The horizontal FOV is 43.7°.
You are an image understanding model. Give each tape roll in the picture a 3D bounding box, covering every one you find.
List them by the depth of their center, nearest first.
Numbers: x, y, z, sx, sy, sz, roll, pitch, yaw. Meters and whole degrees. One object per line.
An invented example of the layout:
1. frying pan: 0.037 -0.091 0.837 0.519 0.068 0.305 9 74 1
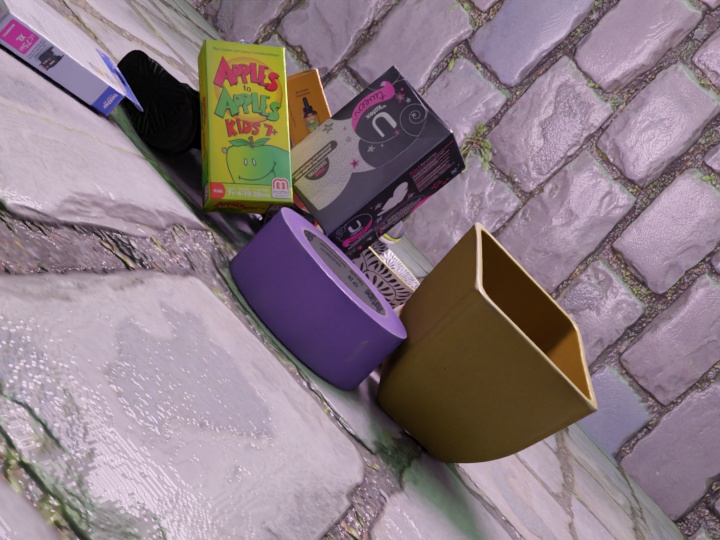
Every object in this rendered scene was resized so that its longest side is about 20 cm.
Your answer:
1. tape roll: -0.045 0.030 0.996 0.200 0.085 0.200 45 7 -7

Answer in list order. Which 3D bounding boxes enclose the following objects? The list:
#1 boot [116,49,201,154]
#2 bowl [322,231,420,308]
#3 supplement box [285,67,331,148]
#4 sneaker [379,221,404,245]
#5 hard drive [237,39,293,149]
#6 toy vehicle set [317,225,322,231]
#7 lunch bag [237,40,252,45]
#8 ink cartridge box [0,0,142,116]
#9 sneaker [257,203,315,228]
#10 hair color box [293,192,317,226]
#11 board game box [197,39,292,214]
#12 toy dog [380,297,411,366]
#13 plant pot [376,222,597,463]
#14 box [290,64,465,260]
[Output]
1. boot: -0.228 -0.195 1.185 0.158 0.079 0.212 41 11 -50
2. bowl: 0.000 0.000 1.354 0.201 0.094 0.201 45 8 -8
3. supplement box: -0.061 -0.173 1.247 0.069 0.066 0.202 -117 -171 -83
4. sneaker: 0.029 -0.101 1.382 0.074 0.081 0.200 49 8 27
5. hard drive: -0.124 -0.237 1.339 0.200 0.026 0.132 46 -19 -3
6. toy vehicle set: -0.049 -0.058 1.640 0.124 0.027 0.200 40 10 -39
7. lunch bag: -0.145 -0.194 1.203 0.160 0.075 0.203 30 48 -83
8. ink cartridge box: -0.339 -0.247 1.002 0.200 0.042 0.120 32 16 -52
9. sneaker: -0.112 -0.059 1.220 0.081 0.075 0.200 29 4 -5
10. hair color box: -0.142 -0.151 1.490 0.200 0.061 0.102 39 11 -49
11. board game box: -0.140 -0.172 1.081 0.048 0.100 0.203 144 -56 -65
12. toy dog: 0.110 0.103 1.221 0.199 0.139 0.196 20 43 -47
13. plant pot: 0.128 0.105 1.048 0.194 0.200 0.196 44 23 -13
14. box: 0.013 -0.136 1.143 0.133 0.199 0.115 52 1 22
